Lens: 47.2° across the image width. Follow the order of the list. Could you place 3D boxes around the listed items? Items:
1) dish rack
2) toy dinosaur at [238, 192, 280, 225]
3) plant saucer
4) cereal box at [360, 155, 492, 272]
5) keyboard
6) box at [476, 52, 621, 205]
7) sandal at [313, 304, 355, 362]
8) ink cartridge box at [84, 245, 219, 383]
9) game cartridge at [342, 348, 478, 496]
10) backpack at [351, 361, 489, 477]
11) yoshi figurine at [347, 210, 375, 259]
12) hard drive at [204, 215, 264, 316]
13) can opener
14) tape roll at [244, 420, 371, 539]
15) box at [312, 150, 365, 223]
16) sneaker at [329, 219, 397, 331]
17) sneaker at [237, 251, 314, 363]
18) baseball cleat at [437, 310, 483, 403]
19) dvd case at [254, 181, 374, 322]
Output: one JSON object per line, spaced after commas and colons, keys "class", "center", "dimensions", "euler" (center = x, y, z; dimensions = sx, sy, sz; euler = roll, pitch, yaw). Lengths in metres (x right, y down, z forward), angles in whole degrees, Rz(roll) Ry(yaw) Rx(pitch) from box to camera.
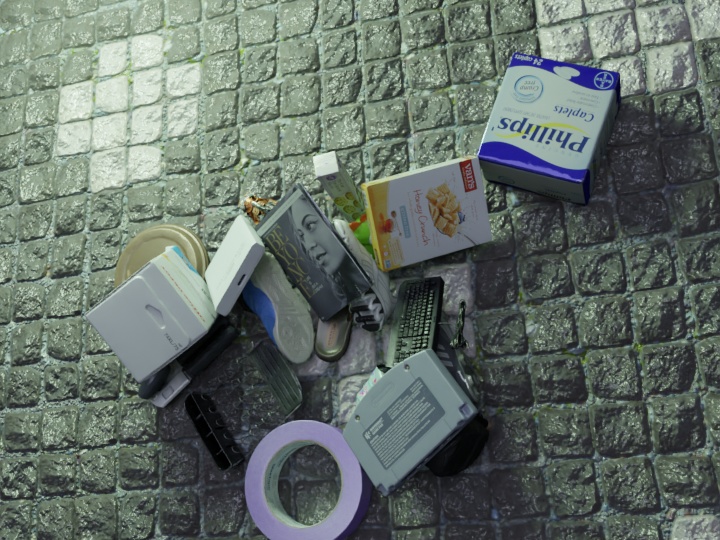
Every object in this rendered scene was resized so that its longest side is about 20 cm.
{"class": "dish rack", "center": [-0.193, 0.222, 1.391], "dimensions": [0.200, 0.054, 0.154], "euler": [-44, 67, 18]}
{"class": "toy dinosaur", "center": [-0.126, -0.069, 1.426], "dimensions": [0.102, 0.136, 0.200], "euler": [-40, 60, 4]}
{"class": "plant saucer", "center": [-0.377, 0.005, 1.541], "dimensions": [0.198, 0.029, 0.202], "euler": [-5, 72, 15]}
{"class": "cereal box", "center": [0.110, -0.093, 1.338], "dimensions": [0.198, 0.040, 0.145], "euler": [-17, 105, -13]}
{"class": "keyboard", "center": [0.111, 0.080, 1.297], "dimensions": [0.126, 0.021, 0.201], "euler": [-3, 42, 14]}
{"class": "box", "center": [0.314, -0.235, 1.366], "dimensions": [0.183, 0.105, 0.201], "euler": [17, 80, 20]}
{"class": "sandal", "center": [-0.047, 0.054, 1.415], "dimensions": [0.081, 0.055, 0.202], "euler": [7, 77, 18]}
{"class": "ink cartridge box", "center": [-0.341, 0.068, 1.396], "dimensions": [0.146, 0.200, 0.147], "euler": [-37, 98, 4]}
{"class": "game cartridge", "center": [0.064, 0.214, 1.191], "dimensions": [0.200, 0.041, 0.133], "euler": [-48, 67, 24]}
{"class": "backpack", "center": [0.084, 0.229, 1.278], "dimensions": [0.199, 0.167, 0.127], "euler": [34, 91, 28]}
{"class": "yoshi figurine", "center": [0.060, -0.074, 1.416], "dimensions": [0.199, 0.112, 0.113], "euler": [-19, 110, -4]}
{"class": "hard drive", "center": [-0.219, -0.013, 1.417], "dimensions": [0.026, 0.200, 0.132], "euler": [29, 97, -21]}
{"class": "can opener", "center": [-0.307, 0.160, 1.454], "dimensions": [0.200, 0.067, 0.053], "euler": [-45, 69, 1]}
{"class": "tape roll", "center": [-0.084, 0.347, 1.338], "dimensions": [0.198, 0.066, 0.202], "euler": [-5, 73, 15]}
{"class": "box", "center": [-0.030, -0.135, 1.387], "dimensions": [0.041, 0.200, 0.039], "euler": [-14, 68, 9]}
{"class": "sneaker", "center": [0.000, 0.000, 1.364], "dimensions": [0.075, 0.201, 0.081], "euler": [0, 31, 48]}
{"class": "sneaker", "center": [-0.153, 0.069, 1.436], "dimensions": [0.076, 0.111, 0.201], "euler": [-29, 95, -27]}
{"class": "baseball cleat", "center": [0.122, 0.141, 1.343], "dimensions": [0.106, 0.070, 0.201], "euler": [-30, 59, 13]}
{"class": "dvd case", "center": [-0.079, -0.026, 1.340], "dimensions": [0.201, 0.016, 0.149], "euler": [54, 136, 2]}
